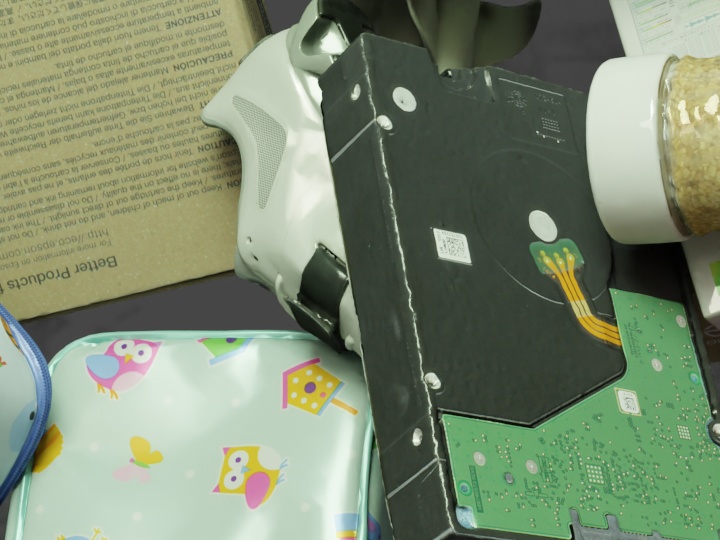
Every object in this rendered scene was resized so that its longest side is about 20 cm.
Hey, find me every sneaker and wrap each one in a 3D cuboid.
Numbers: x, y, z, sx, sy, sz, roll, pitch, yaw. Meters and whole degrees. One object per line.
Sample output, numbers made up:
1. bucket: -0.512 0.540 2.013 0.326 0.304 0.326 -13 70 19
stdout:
1. sneaker: 0.000 0.000 0.898 0.088 0.074 0.201 -33 67 22

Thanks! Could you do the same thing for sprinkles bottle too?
1. sprinkles bottle: 0.181 -0.049 0.809 0.199 0.068 0.069 -4 60 22

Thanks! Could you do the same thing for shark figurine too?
1. shark figurine: 0.031 -0.139 1.005 0.089 0.128 0.215 8 62 30

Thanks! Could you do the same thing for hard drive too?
1. hard drive: 0.061 0.018 0.833 0.038 0.139 0.201 -43 48 43

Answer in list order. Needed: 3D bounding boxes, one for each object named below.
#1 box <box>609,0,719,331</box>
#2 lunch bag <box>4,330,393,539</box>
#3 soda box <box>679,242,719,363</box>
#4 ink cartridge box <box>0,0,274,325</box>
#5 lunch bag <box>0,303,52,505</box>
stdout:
1. box: 0.173 -0.092 0.881 0.144 0.036 0.201 -20 70 17
2. lunch bag: -0.065 0.119 0.908 0.159 0.077 0.201 -2 61 15
3. soda box: 0.159 -0.008 0.927 0.199 0.064 0.068 -8 61 11
4. ink cartridge box: -0.132 -0.069 0.980 0.199 0.166 0.075 -13 17 7
5. lunch bag: -0.218 0.077 0.929 0.160 0.075 0.201 42 112 21
